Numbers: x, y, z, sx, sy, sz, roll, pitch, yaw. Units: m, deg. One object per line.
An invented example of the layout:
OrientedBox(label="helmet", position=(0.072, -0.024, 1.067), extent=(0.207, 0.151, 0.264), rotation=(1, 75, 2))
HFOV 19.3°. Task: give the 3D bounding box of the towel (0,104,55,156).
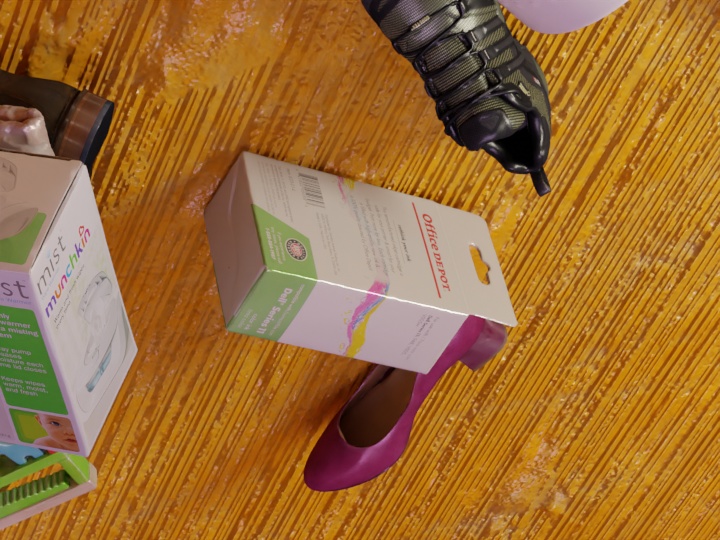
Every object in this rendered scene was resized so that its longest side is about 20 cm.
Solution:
OrientedBox(label="towel", position=(-0.270, -0.031, 1.354), extent=(0.189, 0.032, 0.201), rotation=(7, 138, 14))

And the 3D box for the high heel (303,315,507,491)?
OrientedBox(label="high heel", position=(0.014, 0.085, 1.583), extent=(0.200, 0.068, 0.096), rotation=(-45, 141, 8))

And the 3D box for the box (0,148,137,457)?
OrientedBox(label="box", position=(-0.256, 0.009, 1.297), extent=(0.198, 0.097, 0.177), rotation=(9, 141, 14))

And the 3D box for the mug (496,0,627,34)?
OrientedBox(label="mug", position=(0.070, -0.241, 1.229), extent=(0.175, 0.149, 0.199), rotation=(37, 146, -31))

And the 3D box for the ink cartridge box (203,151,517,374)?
OrientedBox(label="ink cartridge box", position=(0.000, 0.000, 1.456), extent=(0.199, 0.118, 0.067), rotation=(14, 131, -27))

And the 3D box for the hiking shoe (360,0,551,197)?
OrientedBox(label="hiking shoe", position=(0.071, -0.132, 1.354), extent=(0.075, 0.101, 0.200), rotation=(-34, 134, 18))

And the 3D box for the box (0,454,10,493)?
OrientedBox(label="box", position=(-0.297, 0.141, 1.564), extent=(0.075, 0.050, 0.200), rotation=(16, 128, -29))

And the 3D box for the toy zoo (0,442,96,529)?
OrientedBox(label="toy zoo", position=(-0.292, 0.113, 1.489), extent=(0.130, 0.021, 0.200), rotation=(-23, 131, 13))

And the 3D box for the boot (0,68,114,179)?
OrientedBox(label="boot", position=(-0.227, -0.065, 1.381), extent=(0.096, 0.075, 0.200), rotation=(25, 140, -3))
